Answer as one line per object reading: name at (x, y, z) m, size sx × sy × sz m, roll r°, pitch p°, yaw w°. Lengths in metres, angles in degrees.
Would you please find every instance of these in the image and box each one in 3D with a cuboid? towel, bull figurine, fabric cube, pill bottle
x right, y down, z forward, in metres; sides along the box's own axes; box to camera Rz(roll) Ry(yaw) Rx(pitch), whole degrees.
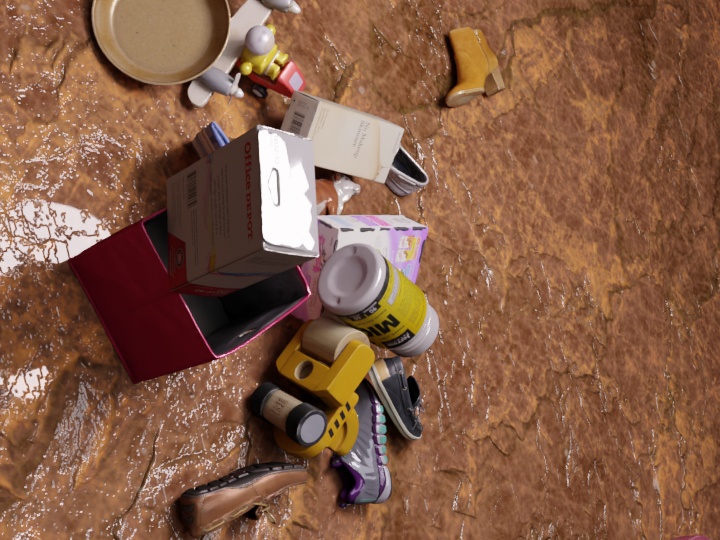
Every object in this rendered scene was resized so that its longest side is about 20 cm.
towel at (-0.190, -0.139, 1.457) m, size 0.024 × 0.200 × 0.147 m, roll -32°, pitch 98°, yaw -14°
bull figurine at (-0.078, -0.105, 1.622) m, size 0.199 × 0.065 × 0.122 m, roll -1°, pitch 58°, yaw -39°
fabric cube at (-0.228, 0.011, 1.356) m, size 0.196 × 0.199 × 0.201 m, roll -35°, pitch 100°, yaw -45°
pill bottle at (0.032, 0.051, 1.528) m, size 0.200 × 0.114 × 0.115 m, roll 39°, pitch 51°, yaw -47°

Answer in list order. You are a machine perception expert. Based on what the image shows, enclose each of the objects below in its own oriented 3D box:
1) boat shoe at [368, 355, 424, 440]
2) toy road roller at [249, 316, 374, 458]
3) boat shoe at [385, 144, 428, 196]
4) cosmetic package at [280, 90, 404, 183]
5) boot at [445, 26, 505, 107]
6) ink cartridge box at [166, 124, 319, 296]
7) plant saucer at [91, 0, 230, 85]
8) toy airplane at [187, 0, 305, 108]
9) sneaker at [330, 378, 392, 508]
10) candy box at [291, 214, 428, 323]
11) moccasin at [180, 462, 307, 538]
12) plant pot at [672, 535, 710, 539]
boat shoe at (0.070, 0.206, 1.621) m, size 0.200 × 0.062 × 0.075 m, roll 63°, pitch 2°, yaw -43°
toy road roller at (-0.053, 0.185, 1.500) m, size 0.200 × 0.123 × 0.146 m, roll -55°, pitch 134°, yaw -13°
boat shoe at (0.043, -0.213, 1.779) m, size 0.200 × 0.065 × 0.074 m, roll 39°, pitch 53°, yaw -28°
cosmetic package at (-0.033, -0.215, 1.647) m, size 0.199 × 0.073 × 0.104 m, roll 8°, pitch 106°, yaw -45°
boot at (0.203, -0.407, 2.004) m, size 0.201 × 0.071 × 0.145 m, roll -24°, pitch 87°, yaw -48°
ink cartridge box at (-0.141, -0.063, 1.182) m, size 0.083 × 0.200 × 0.147 m, roll 10°, pitch 70°, yaw -40°
plant saucer at (-0.292, -0.366, 1.487) m, size 0.199 × 0.035 × 0.201 m, roll 1°, pitch 83°, yaw -11°
toy airplane at (-0.181, -0.358, 1.563) m, size 0.198 × 0.141 × 0.201 m, roll -10°, pitch 97°, yaw -25°
sneaker at (-0.009, 0.265, 1.570) m, size 0.087 × 0.074 × 0.201 m, roll -3°, pitch 75°, yaw -32°
candy box at (0.000, 0.000, 1.609) m, size 0.199 × 0.071 × 0.169 m, roll -3°, pitch 113°, yaw -44°
moccasin at (-0.155, 0.318, 1.410) m, size 0.201 × 0.073 × 0.078 m, roll -14°, pitch 95°, yaw -48°
plant pot at (0.743, 0.642, 2.074) m, size 0.199 × 0.179 × 0.201 m, roll 16°, pitch 66°, yaw -38°
